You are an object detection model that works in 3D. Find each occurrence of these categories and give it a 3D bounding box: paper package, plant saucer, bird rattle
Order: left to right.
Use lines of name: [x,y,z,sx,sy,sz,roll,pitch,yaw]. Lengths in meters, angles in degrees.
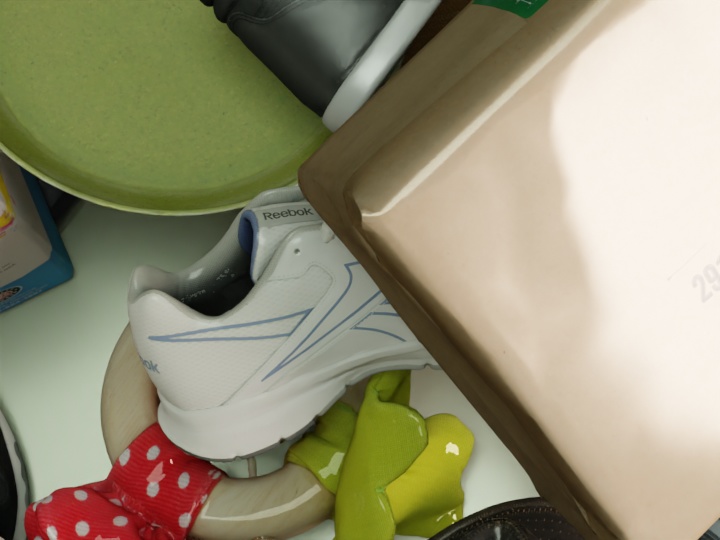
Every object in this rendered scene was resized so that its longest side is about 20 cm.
plant saucer: [-0.079,-0.110,0.830,0.198,0.031,0.202,3,69,-7]
bird rattle: [-0.053,0.076,0.873,0.198,0.113,0.164,-15,63,12]
paper package: [0.107,-0.028,0.728,0.200,0.103,0.191,-42,113,-6]

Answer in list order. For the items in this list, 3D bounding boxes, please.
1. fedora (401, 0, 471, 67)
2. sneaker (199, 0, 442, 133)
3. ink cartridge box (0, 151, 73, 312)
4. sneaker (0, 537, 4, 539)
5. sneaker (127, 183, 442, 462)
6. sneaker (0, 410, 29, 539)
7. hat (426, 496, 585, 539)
fedora: [0.029,-0.106,0.892,0.198,0.082,0.203,-3,74,12]
sneaker: [0.008,-0.159,0.805,0.099,0.071,0.201,35,69,-2]
ink cartridge box: [-0.233,-0.049,0.842,0.146,0.200,0.147,-25,77,-1]
sneaker: [-0.116,0.189,0.818,0.075,0.081,0.201,-37,100,-46]
sneaker: [0.000,0.000,0.785,0.199,0.087,0.075,-28,38,-4]
sneaker: [-0.189,0.134,0.858,0.075,0.088,0.202,-3,78,4]
hat: [0.048,0.151,0.745,0.199,0.081,0.202,-11,45,11]
